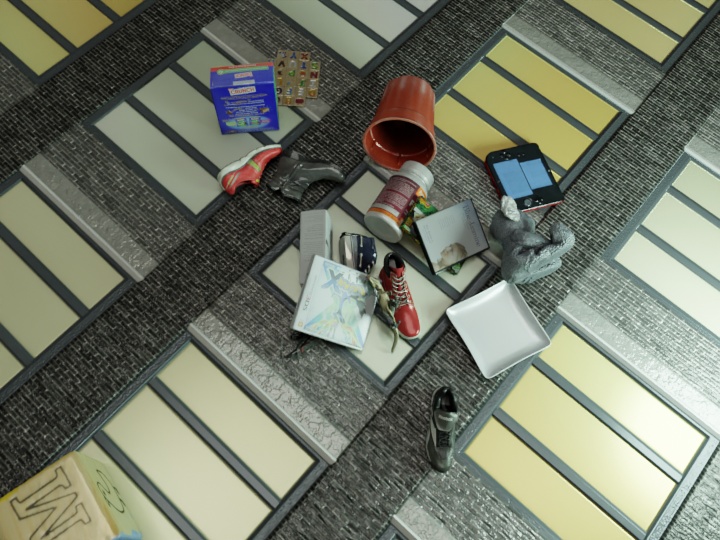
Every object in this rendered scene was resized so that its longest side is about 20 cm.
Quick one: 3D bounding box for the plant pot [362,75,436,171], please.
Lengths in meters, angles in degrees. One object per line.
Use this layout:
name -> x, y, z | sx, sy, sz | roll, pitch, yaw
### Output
plant pot -> 0.121, -0.410, 1.789 | 0.199, 0.201, 0.197 | 11, 58, 2

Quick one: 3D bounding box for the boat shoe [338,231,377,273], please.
boat shoe -> 0.000, 0.000, 1.662 | 0.092, 0.075, 0.202 | 2, 76, -20

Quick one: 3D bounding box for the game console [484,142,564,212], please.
game console -> 0.451, -0.256, 1.816 | 0.175, 0.031, 0.201 | -15, 69, -9

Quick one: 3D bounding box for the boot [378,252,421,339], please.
boot -> 0.099, 0.061, 1.598 | 0.072, 0.144, 0.201 | -18, 70, -12

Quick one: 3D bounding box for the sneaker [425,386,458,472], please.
sneaker -> 0.189, 0.357, 1.503 | 0.066, 0.091, 0.202 | 6, 66, 1

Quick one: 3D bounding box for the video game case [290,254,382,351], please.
video game case -> -0.055, 0.079, 1.571 | 0.199, 0.022, 0.184 | 21, 81, -29

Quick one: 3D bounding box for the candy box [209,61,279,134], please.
candy box -> -0.309, -0.463, 1.774 | 0.167, 0.200, 0.078 | -6, 67, -6

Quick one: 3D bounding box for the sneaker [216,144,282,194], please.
sneaker -> -0.290, -0.271, 1.774 | 0.199, 0.077, 0.085 | -34, 92, -15

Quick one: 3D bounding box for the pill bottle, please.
pill bottle -> 0.105, -0.183, 1.721 | 0.114, 0.114, 0.201 | 30, 69, 10

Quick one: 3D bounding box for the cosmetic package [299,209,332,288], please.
cosmetic package -> -0.110, -0.042, 1.652 | 0.073, 0.102, 0.202 | -6, 67, 7

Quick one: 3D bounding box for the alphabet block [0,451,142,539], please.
alphabet block -> -0.597, 0.520, 1.339 | 0.196, 0.196, 0.200 | -32, 73, -17

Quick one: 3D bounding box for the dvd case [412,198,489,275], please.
dvd case -> 0.236, -0.089, 1.681 | 0.199, 0.018, 0.144 | -24, 93, -29

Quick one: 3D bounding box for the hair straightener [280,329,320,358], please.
hair straightener -> -0.121, 0.145, 1.614 | 0.199, 0.041, 0.077 | -36, 73, -12

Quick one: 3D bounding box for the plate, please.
plate -> 0.341, 0.145, 1.634 | 0.198, 0.032, 0.201 | -25, 70, -14

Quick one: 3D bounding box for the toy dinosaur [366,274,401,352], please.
toy dinosaur -> 0.070, 0.101, 1.570 | 0.047, 0.088, 0.202 | -17, 92, -19

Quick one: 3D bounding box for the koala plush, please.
koala plush -> 0.400, -0.083, 1.658 | 0.183, 0.178, 0.201 | -24, 67, -13

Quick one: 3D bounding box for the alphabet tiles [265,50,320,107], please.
alphabet tiles -> -0.204, -0.567, 1.930 | 0.165, 0.006, 0.202 | 4, 67, -2

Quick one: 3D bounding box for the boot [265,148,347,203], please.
boot -> -0.145, -0.237, 1.767 | 0.198, 0.070, 0.133 | 17, 73, 13

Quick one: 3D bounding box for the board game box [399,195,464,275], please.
board game box -> 0.199, -0.089, 1.685 | 0.200, 0.023, 0.105 | 39, 65, -18
